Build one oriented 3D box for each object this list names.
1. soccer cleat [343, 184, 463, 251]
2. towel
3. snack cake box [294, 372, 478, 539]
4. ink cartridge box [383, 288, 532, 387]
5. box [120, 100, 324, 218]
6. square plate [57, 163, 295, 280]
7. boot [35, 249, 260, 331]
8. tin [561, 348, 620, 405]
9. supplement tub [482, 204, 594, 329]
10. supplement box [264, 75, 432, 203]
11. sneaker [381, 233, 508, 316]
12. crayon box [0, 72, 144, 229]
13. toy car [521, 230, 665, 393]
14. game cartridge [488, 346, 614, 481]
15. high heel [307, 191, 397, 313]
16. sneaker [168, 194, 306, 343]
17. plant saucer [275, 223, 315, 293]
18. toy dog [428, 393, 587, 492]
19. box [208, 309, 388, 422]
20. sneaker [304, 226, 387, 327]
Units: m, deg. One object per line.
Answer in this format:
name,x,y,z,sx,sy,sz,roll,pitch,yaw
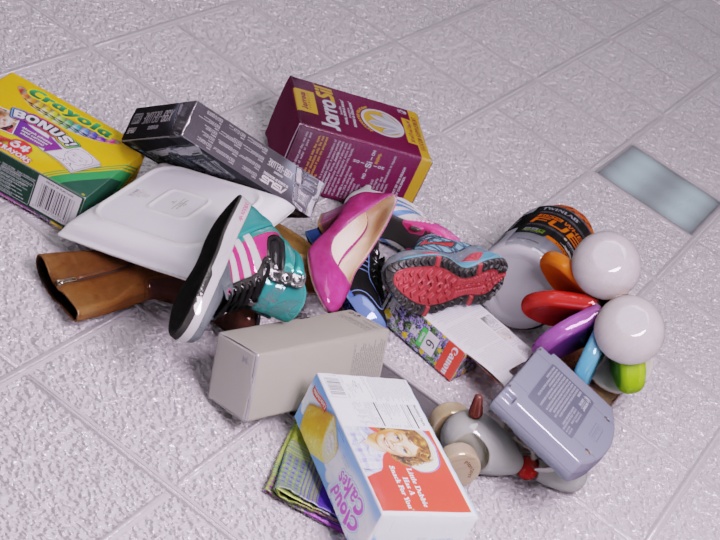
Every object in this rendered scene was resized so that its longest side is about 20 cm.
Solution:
soccer cleat,0.073,-0.055,1.992,0.199,0.070,0.086,30,31,5
towel,0.008,0.227,1.564,0.198,0.023,0.144,26,31,-1
snack cake box,0.023,0.197,1.534,0.114,0.068,0.201,8,35,-31
ink cartridge box,0.122,0.083,1.843,0.200,0.051,0.109,41,33,21
box,-0.164,-0.129,1.801,0.199,0.050,0.157,32,-16,-32
square plate,-0.206,-0.064,1.706,0.196,0.029,0.200,18,34,24
boot,-0.227,0.024,1.647,0.199,0.069,0.188,-10,47,-44
tin,0.282,0.130,1.908,0.111,0.042,0.200,32,31,17
supplement tub,0.238,-0.012,2.003,0.122,0.123,0.200,32,31,10
supplement box,-0.018,-0.169,2.063,0.198,0.104,0.132,13,34,-20
sneaker,0.085,0.001,1.835,0.199,0.080,0.095,1,25,-47
crayon box,-0.379,-0.143,1.791,0.199,0.059,0.173,29,31,4
toy car,0.272,0.060,1.818,0.148,0.175,0.202,-15,70,-4
game cartridge,0.220,0.161,1.679,0.133,0.041,0.200,40,22,8
high heel,-0.004,-0.025,1.760,0.201,0.095,0.068,-80,146,-60
sneaker,-0.120,0.024,1.583,0.120,0.084,0.201,36,45,-15
plant saucer,-0.122,-0.035,1.786,0.199,0.036,0.200,25,11,-5
toy dog,0.168,0.185,1.677,0.198,0.097,0.132,1,39,-36
box,-0.064,0.100,1.630,0.199,0.083,0.068,-6,25,-45
sneaker,0.000,0.000,1.830,0.077,0.070,0.201,-26,47,-6
